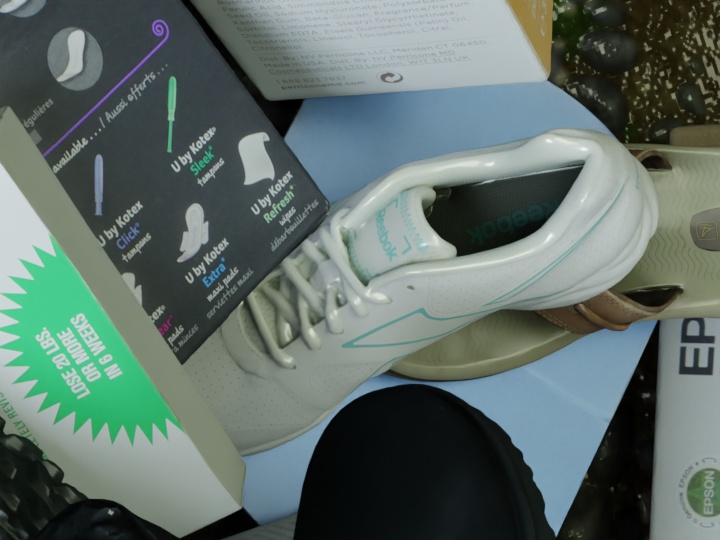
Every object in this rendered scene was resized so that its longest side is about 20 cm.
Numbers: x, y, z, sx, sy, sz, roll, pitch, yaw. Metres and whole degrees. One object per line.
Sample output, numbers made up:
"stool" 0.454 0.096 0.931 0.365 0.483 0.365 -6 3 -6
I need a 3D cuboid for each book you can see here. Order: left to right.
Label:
"book" -0.152 0.055 0.781 0.199 0.048 0.134 -27 111 14

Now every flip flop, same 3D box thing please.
"flip flop" 0.090 -0.008 0.934 0.199 0.058 0.081 -5 86 -9

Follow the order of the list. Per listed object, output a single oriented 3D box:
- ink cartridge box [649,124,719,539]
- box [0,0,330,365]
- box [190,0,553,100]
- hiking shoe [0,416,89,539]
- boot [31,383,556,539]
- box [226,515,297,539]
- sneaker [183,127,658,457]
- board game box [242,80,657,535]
"ink cartridge box" 0.197 0.045 0.996 0.075 0.164 0.201 12 79 -58
"box" -0.125 -0.057 0.829 0.106 0.122 0.200 -47 111 -28
"box" -0.009 -0.168 0.850 0.200 0.106 0.153 51 41 -59
"hiking shoe" -0.092 0.124 0.726 0.087 0.074 0.200 -37 88 14
"boot" -0.019 0.089 0.691 0.168 0.076 0.201 34 38 -43
"box" -0.033 0.171 0.851 0.199 0.106 0.153 -17 97 -18
"sneaker" 0.000 0.000 0.874 0.200 0.080 0.071 -26 75 5
"board game box" 0.020 0.019 0.966 0.158 0.039 0.201 30 74 -13
